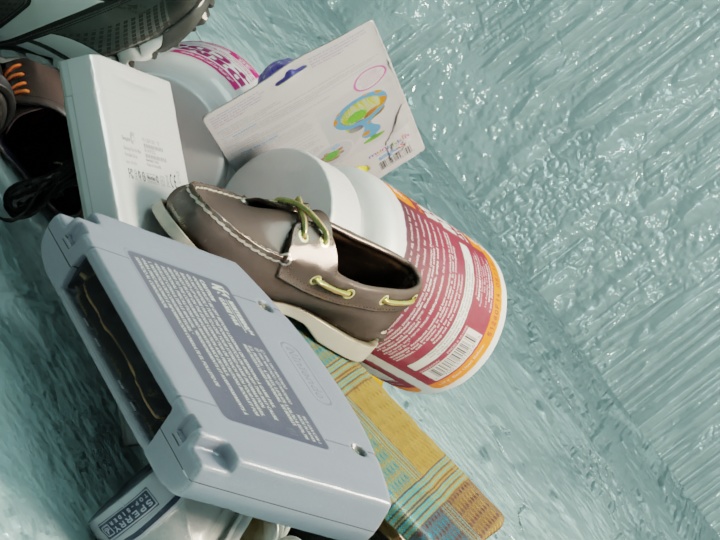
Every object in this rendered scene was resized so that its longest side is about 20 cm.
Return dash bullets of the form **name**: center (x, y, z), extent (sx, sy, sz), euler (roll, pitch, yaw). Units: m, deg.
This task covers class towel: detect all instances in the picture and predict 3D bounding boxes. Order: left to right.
- **towel**: center (-0.007, 0.082, 1.291), extent (0.200, 0.022, 0.147), euler (46, 14, 7)

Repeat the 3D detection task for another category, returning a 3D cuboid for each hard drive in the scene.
- **hard drive**: center (-0.114, -0.008, 1.263), extent (0.132, 0.026, 0.202), euler (10, 69, -76)

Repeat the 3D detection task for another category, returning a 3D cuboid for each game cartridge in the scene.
- **game cartridge**: center (-0.067, 0.052, 1.128), extent (0.133, 0.042, 0.200), euler (26, 20, -40)

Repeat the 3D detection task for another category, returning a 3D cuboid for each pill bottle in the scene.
- **pill bottle**: center (-0.120, -0.086, 1.510), extent (0.114, 0.113, 0.200), euler (52, 9, -4)
- **pill bottle**: center (0.000, 0.000, 1.471), extent (0.200, 0.109, 0.110), euler (31, 23, -51)

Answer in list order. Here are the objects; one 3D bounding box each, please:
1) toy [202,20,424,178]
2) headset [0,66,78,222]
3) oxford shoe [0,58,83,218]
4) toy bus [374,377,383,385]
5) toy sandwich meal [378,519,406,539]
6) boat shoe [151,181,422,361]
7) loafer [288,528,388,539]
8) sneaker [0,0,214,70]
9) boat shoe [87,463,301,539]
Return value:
- **toy**: center (-0.032, -0.096, 1.455), extent (0.047, 0.115, 0.200), euler (59, -1, 25)
- **headset**: center (-0.206, -0.110, 1.228), extent (0.124, 0.093, 0.201), euler (-114, -179, -54)
- **oxford shoe**: center (-0.192, -0.108, 1.383), extent (0.201, 0.071, 0.072), euler (56, 15, 16)
- **toy bus**: center (-0.021, -0.019, 1.604), extent (0.078, 0.064, 0.202), euler (-68, 155, -78)
- **toy sandwich meal**: center (-0.016, 0.119, 1.401), extent (0.206, 0.070, 0.205), euler (51, 10, -12)
- **boat shoe**: center (-0.037, -0.009, 1.292), extent (0.200, 0.059, 0.072), euler (31, 21, -50)
- **loafer**: center (-0.004, 0.170, 1.251), extent (0.200, 0.072, 0.063), euler (47, 15, 19)
- **sneaker**: center (-0.177, -0.156, 1.287), extent (0.091, 0.199, 0.067), euler (60, 41, -43)
- **boat shoe**: center (-0.064, 0.118, 1.146), extent (0.086, 0.074, 0.202), euler (52, 12, -1)
